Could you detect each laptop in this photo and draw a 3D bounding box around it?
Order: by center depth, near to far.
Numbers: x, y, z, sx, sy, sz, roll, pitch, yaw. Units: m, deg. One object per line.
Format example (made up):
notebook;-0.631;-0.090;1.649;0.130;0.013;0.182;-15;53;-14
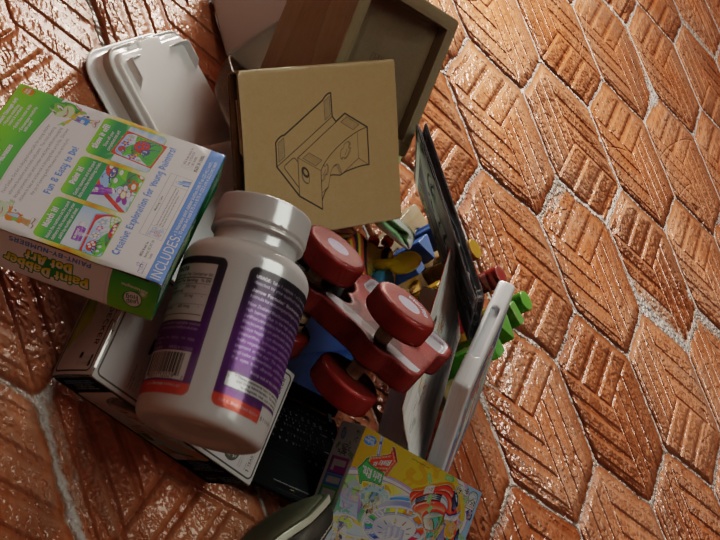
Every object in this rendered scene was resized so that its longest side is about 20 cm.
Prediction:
laptop;-0.042;0.121;1.561;0.177;0.103;0.201;31;34;-44

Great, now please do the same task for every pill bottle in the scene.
pill bottle;-0.106;0.041;1.333;0.111;0.111;0.202;34;65;-42

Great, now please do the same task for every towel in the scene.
towel;-0.007;-0.083;1.742;0.152;0.023;0.200;39;2;-9

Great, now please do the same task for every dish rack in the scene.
dish rack;-0.181;-0.151;1.622;0.201;0.043;0.172;61;29;-3

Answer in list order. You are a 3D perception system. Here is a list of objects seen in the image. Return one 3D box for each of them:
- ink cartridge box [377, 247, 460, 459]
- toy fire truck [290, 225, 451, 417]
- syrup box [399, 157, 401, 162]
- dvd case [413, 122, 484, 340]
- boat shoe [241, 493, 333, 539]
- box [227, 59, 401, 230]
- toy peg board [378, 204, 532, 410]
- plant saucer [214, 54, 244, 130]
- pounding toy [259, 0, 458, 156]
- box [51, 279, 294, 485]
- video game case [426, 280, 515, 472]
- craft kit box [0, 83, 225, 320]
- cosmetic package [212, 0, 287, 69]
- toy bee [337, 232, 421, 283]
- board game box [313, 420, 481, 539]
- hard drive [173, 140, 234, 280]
ink cartridge box;0.057;0.102;1.668;0.174;0.043;0.201;78;26;-54
toy fire truck;-0.010;0.036;1.506;0.200;0.112;0.168;40;16;6
syrup box;0.013;-0.189;1.932;0.079;0.081;0.201;53;30;-22
dvd case;0.092;-0.039;1.716;0.149;0.016;0.202;87;-13;-72
boat shoe;-0.078;0.265;1.425;0.201;0.071;0.061;-37;102;-54
box;-0.041;-0.118;1.566;0.199;0.021;0.165;-11;102;-41
toy peg board;0.109;0.025;1.900;0.200;0.097;0.200;59;28;-9
plant saucer;-0.097;-0.126;1.650;0.201;0.034;0.200;61;6;-10
pounding toy;-0.010;-0.212;1.704;0.199;0.142;0.186;21;92;-50
box;-0.159;0.090;1.398;0.200;0.060;0.117;40;61;-36
video game case;0.111;0.138;1.721;0.023;0.201;0.183;21;40;8
craft kit box;-0.234;-0.063;1.350;0.196;0.049;0.201;22;37;-1
cosmetic package;-0.063;-0.312;1.780;0.074;0.199;0.102;27;42;-52
toy bee;0.000;0.000;1.729;0.200;0.130;0.110;90;7;-65
board game box;0.031;0.247;1.584;0.200;0.034;0.135;33;73;-43
hard drive;-0.172;-0.043;1.509;0.199;0.025;0.133;-18;85;-47
